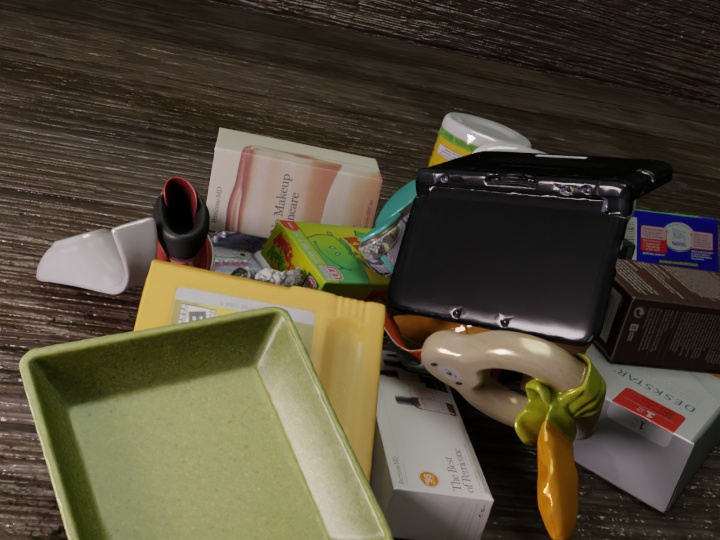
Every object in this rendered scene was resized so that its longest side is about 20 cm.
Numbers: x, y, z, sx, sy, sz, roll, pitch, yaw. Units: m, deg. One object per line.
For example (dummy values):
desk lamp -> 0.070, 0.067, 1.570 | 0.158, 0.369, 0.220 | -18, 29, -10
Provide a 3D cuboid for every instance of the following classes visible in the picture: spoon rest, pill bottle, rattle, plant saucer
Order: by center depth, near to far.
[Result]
plant saucer -> -0.105, 0.132, 0.571 | 0.198, 0.048, 0.201 | -9, 58, -33
rattle -> 0.086, 0.119, 0.689 | 0.198, 0.144, 0.130 | 14, -15, 16
spoon rest -> -0.244, -0.009, 0.812 | 0.099, 0.061, 0.199 | -20, 8, -34
pill bottle -> 0.123, -0.078, 1.043 | 0.110, 0.202, 0.111 | 15, 21, -6

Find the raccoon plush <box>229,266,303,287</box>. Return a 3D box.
raccoon plush -> -0.069, 0.077, 0.791 | 0.201, 0.097, 0.134 | 54, 25, 17

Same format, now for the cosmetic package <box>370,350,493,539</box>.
cosmetic package -> 0.043, 0.138, 0.717 | 0.081, 0.051, 0.201 | 8, 25, -13

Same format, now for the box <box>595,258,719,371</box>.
box -> 0.324, 0.045, 0.866 | 0.197, 0.076, 0.100 | 6, 24, -16

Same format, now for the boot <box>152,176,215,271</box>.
boot -> -0.177, -0.047, 0.848 | 0.071, 0.146, 0.201 | -2, 34, -14

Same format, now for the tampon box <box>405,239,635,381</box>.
tampon box -> 0.171, 0.017, 0.930 | 0.198, 0.152, 0.126 | -6, 29, -38

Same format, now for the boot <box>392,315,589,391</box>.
boot -> 0.125, 0.023, 0.790 | 0.199, 0.146, 0.071 | 17, -1, 33

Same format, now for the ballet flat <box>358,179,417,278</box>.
ballet flat -> 0.047, -0.040, 0.948 | 0.071, 0.073, 0.201 | 18, 25, 8

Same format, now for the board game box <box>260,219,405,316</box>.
board game box -> 0.000, 0.000, 0.939 | 0.198, 0.048, 0.102 | 2, 38, -44

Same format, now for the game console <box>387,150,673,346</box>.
game console -> 0.145, -0.031, 0.742 | 0.198, 0.118, 0.175 | 10, 21, 37

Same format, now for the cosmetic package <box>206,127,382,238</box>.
cosmetic package -> -0.082, -0.094, 1.027 | 0.197, 0.105, 0.087 | 9, 23, -9

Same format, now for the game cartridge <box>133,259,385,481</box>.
game cartridge -> -0.083, 0.088, 0.668 | 0.197, 0.033, 0.178 | 10, 58, -6

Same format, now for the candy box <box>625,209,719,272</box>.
candy box -> 0.327, -0.027, 1.106 | 0.167, 0.078, 0.200 | 5, -7, -19

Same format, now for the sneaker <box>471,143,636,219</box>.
sneaker -> 0.187, -0.096, 0.928 | 0.198, 0.074, 0.112 | 14, 17, -20

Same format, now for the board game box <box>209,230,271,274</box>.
board game box -> -0.090, -0.014, 1.005 | 0.198, 0.026, 0.200 | 20, 25, 11

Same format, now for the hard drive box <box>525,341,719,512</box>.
hard drive box -> 0.269, 0.128, 0.838 | 0.155, 0.078, 0.199 | 27, 27, 29
